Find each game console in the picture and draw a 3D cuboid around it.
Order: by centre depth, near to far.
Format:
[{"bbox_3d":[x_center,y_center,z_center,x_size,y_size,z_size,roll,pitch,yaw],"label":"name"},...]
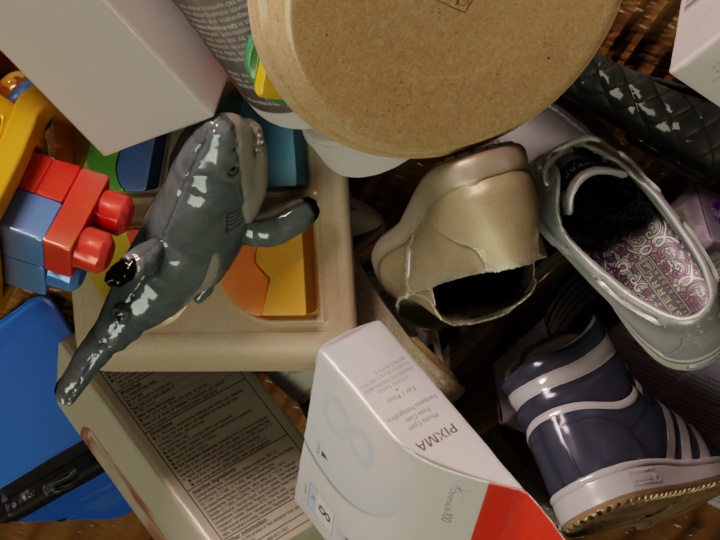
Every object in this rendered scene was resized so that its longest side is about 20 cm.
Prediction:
[{"bbox_3d":[-0.208,0.108,1.373,0.170,0.119,0.200,5,156,-41],"label":"game console"}]

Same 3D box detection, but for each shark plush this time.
[{"bbox_3d":[-0.119,-0.013,1.009,0.200,0.083,0.091,-40,82,21],"label":"shark plush"}]

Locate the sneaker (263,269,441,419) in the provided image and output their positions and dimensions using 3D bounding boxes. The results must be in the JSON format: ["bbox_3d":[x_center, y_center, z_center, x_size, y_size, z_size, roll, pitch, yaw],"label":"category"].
[{"bbox_3d":[-0.003,0.034,1.169,0.081,0.075,0.200,38,136,-9],"label":"sneaker"}]

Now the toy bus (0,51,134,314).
[{"bbox_3d":[-0.212,-0.062,1.008,0.191,0.201,0.136,14,144,5],"label":"toy bus"}]

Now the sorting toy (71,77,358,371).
[{"bbox_3d":[-0.094,-0.036,1.057,0.184,0.036,0.201,-1,101,21],"label":"sorting toy"}]

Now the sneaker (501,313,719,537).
[{"bbox_3d":[0.147,0.086,1.020,0.070,0.109,0.200,-33,161,24],"label":"sneaker"}]

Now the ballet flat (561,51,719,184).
[{"bbox_3d":[0.122,-0.115,0.960,0.199,0.066,0.057,31,100,-20],"label":"ballet flat"}]

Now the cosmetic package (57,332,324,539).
[{"bbox_3d":[-0.106,0.119,1.198,0.200,0.103,0.087,52,151,22],"label":"cosmetic package"}]

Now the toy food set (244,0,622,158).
[{"bbox_3d":[0.036,-0.144,0.849,0.197,0.049,0.201,2,121,-24],"label":"toy food set"}]

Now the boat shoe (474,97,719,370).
[{"bbox_3d":[0.126,-0.037,0.953,0.070,0.201,0.072,-35,153,-5],"label":"boat shoe"}]

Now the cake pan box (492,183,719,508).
[{"bbox_3d":[0.203,0.052,1.066,0.199,0.052,0.184,22,129,-28],"label":"cake pan box"}]

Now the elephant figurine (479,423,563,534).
[{"bbox_3d":[0.070,0.140,1.210,0.141,0.155,0.200,35,153,19],"label":"elephant figurine"}]

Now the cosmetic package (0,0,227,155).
[{"bbox_3d":[-0.151,-0.168,0.937,0.085,0.108,0.200,-17,133,34],"label":"cosmetic package"}]

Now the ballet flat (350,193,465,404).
[{"bbox_3d":[0.000,0.000,1.090,0.062,0.067,0.201,-27,89,1],"label":"ballet flat"}]

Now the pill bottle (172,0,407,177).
[{"bbox_3d":[-0.032,-0.143,0.921,0.110,0.111,0.200,-11,134,30],"label":"pill bottle"}]

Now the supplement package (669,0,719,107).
[{"bbox_3d":[0.262,-0.110,0.847,0.199,0.122,0.120,31,140,-17],"label":"supplement package"}]

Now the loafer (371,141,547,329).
[{"bbox_3d":[0.053,-0.001,0.971,0.075,0.069,0.200,-13,163,-9],"label":"loafer"}]

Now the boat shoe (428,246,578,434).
[{"bbox_3d":[0.100,0.020,1.108,0.072,0.072,0.200,19,130,-28],"label":"boat shoe"}]

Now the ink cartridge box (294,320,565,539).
[{"bbox_3d":[0.040,0.149,1.015,0.200,0.047,0.160,51,151,27],"label":"ink cartridge box"}]
